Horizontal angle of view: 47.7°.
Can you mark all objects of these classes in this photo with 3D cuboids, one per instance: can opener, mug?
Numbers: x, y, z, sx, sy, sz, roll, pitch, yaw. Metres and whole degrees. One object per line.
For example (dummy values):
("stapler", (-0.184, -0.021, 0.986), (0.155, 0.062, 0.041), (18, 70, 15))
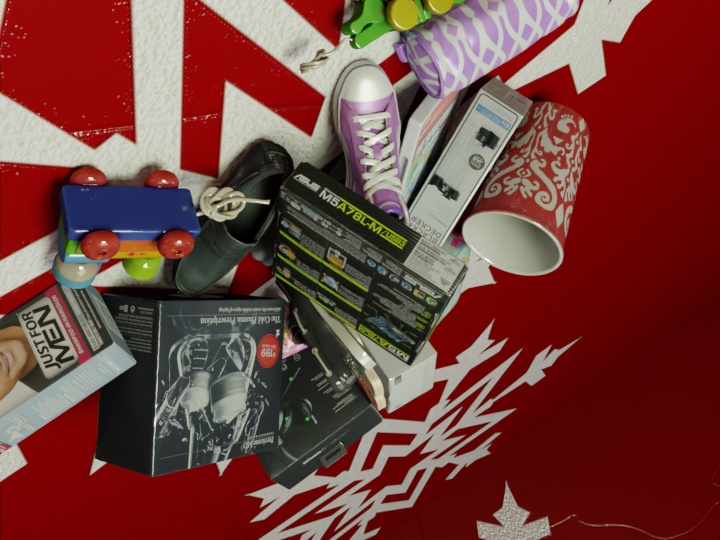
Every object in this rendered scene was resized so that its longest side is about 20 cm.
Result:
("can opener", (-0.046, -0.075, 0.969), (0.199, 0.067, 0.053), (-33, 158, 9))
("mug", (0.210, -0.117, 1.091), (0.202, 0.175, 0.134), (-65, 147, -26))

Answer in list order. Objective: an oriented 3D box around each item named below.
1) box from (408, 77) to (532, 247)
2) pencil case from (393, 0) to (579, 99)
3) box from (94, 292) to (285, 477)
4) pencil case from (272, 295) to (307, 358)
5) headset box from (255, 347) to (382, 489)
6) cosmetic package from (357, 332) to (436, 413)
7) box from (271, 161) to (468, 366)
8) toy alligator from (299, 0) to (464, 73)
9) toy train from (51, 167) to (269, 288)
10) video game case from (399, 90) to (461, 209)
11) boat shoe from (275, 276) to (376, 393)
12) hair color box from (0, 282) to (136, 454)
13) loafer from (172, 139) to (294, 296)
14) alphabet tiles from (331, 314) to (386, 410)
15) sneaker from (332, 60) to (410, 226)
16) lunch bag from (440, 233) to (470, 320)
("box", (0.131, -0.132, 1.016), (0.201, 0.060, 0.117), (-60, 175, 27))
("pencil case", (0.134, -0.259, 0.858), (0.198, 0.086, 0.085), (-31, 129, -10))
("box", (-0.190, 0.121, 0.936), (0.199, 0.103, 0.185), (1, 93, -53))
("pencil case", (-0.159, 0.117, 1.086), (0.199, 0.087, 0.083), (-37, -170, -6))
("headset box", (-0.087, 0.186, 1.166), (0.173, 0.201, 0.093), (-36, 154, -4))
("cosmetic package", (0.020, 0.082, 1.132), (0.080, 0.201, 0.113), (-28, 153, -16))
("box", (0.000, 0.000, 0.860), (0.048, 0.199, 0.194), (-53, 171, -24))
("toy alligator", (0.020, -0.251, 0.773), (0.198, 0.059, 0.055), (-28, 111, -16))
("toy train", (-0.196, -0.031, 0.794), (0.198, 0.086, 0.116), (-2, 150, -34))
("video game case", (0.074, -0.143, 0.979), (0.144, 0.017, 0.201), (-55, 168, -37))
("boat shoe", (-0.058, 0.068, 0.982), (0.060, 0.200, 0.074), (-42, 143, -3))
("hair color box", (-0.342, 0.103, 0.826), (0.199, 0.099, 0.061), (-34, 154, -7))
("loafer", (-0.139, -0.046, 0.860), (0.068, 0.071, 0.201), (29, 113, -26))
("alphabet tiles", (-0.025, 0.091, 1.093), (0.014, 0.201, 0.196), (-29, 154, -10))
("sneaker", (0.022, -0.111, 0.856), (0.072, 0.115, 0.203), (-11, 117, -11))
("lunch bag", (0.088, 0.032, 1.251), (0.160, 0.077, 0.201), (-39, 156, -27))
